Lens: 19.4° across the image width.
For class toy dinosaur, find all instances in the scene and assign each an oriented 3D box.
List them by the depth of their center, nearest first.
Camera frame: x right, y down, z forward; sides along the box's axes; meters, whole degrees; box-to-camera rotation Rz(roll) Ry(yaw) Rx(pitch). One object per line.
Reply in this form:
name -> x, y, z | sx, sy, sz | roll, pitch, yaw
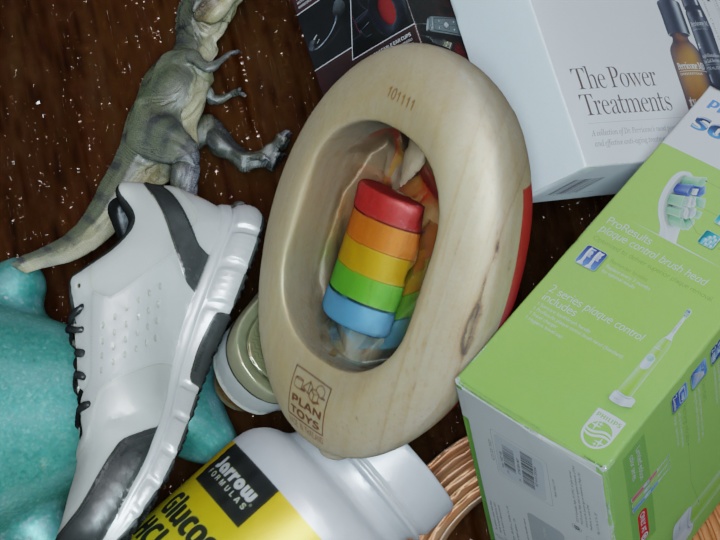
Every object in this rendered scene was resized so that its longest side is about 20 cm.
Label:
toy dinosaur -> -0.091, -0.063, 1.092 | 0.088, 0.047, 0.200 | 27, 70, 5

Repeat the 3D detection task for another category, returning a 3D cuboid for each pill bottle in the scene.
pill bottle -> -0.055, 0.150, 1.027 | 0.200, 0.112, 0.112 | -42, 83, -8

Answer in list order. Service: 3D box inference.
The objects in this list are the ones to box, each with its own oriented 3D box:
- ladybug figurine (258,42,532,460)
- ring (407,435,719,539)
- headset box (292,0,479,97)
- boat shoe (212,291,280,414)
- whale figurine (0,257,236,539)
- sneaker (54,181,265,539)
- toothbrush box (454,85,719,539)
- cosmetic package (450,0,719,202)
ladybug figurine -> 0.020, -0.006, 0.965 | 0.136, 0.072, 0.201 | 34, 112, 36
ring -> 0.094, 0.164, 1.035 | 0.200, 0.019, 0.201 | -10, 63, 20
headset box -> 0.031, -0.172, 1.066 | 0.148, 0.075, 0.201 | -7, 76, -47
boat shoe -> 0.000, 0.000, 1.073 | 0.200, 0.068, 0.075 | -36, 91, -28
whale figurine -> -0.163, 0.068, 1.045 | 0.199, 0.104, 0.160 | -6, 79, -5
sneaker -> -0.113, 0.047, 1.004 | 0.080, 0.074, 0.200 | 23, 62, -10
toothbrush box -> 0.143, 0.040, 0.980 | 0.086, 0.146, 0.200 | 31, 66, 29
cosmetic package -> 0.131, -0.117, 1.047 | 0.200, 0.052, 0.151 | -8, 75, -47
